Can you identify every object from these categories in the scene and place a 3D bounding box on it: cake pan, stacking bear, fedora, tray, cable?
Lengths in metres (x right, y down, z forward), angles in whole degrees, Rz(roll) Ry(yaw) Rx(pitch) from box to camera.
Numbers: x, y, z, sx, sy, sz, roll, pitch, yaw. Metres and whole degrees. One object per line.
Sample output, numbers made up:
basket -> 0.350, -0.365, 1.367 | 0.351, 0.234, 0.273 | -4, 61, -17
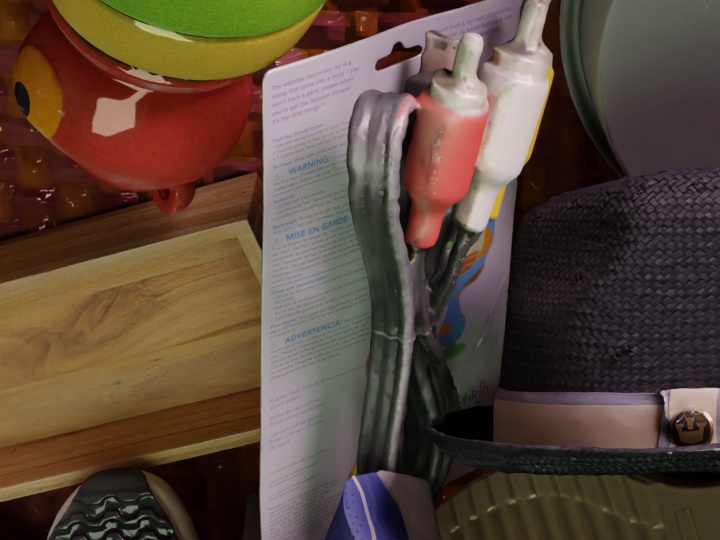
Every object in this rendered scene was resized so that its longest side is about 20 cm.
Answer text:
cake pan -> 0.167, -0.075, 0.767 | 0.200, 0.037, 0.200 | 3, 126, 4
stacking bear -> -0.059, -0.105, 0.730 | 0.114, 0.121, 0.200 | -18, 148, -31
fedora -> 0.118, 0.012, 0.742 | 0.201, 0.201, 0.092 | -4, 91, 9
tray -> -0.115, 0.033, 0.879 | 0.200, 0.037, 0.099 | -15, 123, 15
cable -> 0.026, 0.006, 0.760 | 0.050, 0.097, 0.200 | 14, 113, 23

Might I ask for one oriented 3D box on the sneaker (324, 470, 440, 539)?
sneaker -> -0.037, 0.167, 0.789 | 0.115, 0.081, 0.199 | 8, 117, -10

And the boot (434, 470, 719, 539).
boot -> 0.134, 0.108, 0.846 | 0.200, 0.072, 0.166 | -13, 162, 20

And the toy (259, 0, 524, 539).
toy -> 0.000, 0.000, 0.815 | 0.047, 0.115, 0.200 | 29, 130, 42

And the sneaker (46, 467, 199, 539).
sneaker -> -0.086, 0.159, 0.936 | 0.070, 0.093, 0.200 | -6, 113, 7

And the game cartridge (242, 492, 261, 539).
game cartridge -> -0.029, 0.198, 0.924 | 0.042, 0.133, 0.200 | 1, 117, 5
